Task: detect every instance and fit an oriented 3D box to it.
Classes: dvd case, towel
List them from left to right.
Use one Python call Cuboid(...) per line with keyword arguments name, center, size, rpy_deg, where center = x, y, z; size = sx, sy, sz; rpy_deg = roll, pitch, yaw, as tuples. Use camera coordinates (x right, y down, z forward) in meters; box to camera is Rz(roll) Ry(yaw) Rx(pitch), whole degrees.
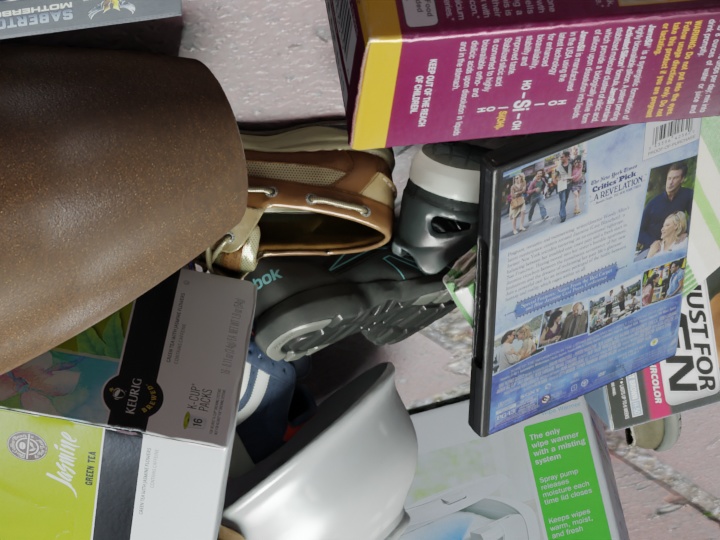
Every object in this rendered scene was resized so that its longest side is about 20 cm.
Cuboid(name="dvd case", center=(0.125, -0.006, 1.621), size=(0.142, 0.018, 0.201), rpy_deg=(-21, 135, -24))
Cuboid(name="towel", center=(0.149, -0.018, 1.663), size=(0.200, 0.023, 0.153), rpy_deg=(-41, 139, -5))

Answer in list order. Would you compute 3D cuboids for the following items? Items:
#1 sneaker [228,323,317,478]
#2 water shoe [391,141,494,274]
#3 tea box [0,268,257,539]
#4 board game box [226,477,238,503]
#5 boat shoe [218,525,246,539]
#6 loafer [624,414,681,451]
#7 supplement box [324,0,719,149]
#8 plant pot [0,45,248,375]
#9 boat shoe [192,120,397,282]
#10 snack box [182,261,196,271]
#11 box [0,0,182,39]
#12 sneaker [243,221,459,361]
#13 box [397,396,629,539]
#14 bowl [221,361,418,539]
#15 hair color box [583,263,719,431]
Cuboid(name="sneaker", center=(-0.080, 0.048, 1.796), size=(0.084, 0.075, 0.200), rpy_deg=(-30, 147, -4))
Cuboid(name="water shoe", center=(0.096, -0.022, 1.686), size=(0.199, 0.071, 0.079), rpy_deg=(14, 105, -39))
Cuboid(name="tea box", center=(-0.171, 0.101, 1.644), size=(0.195, 0.134, 0.201), rpy_deg=(10, 135, -2))
Cuboid(name="board game box", center=(-0.096, 0.272, 2.038), size=(0.199, 0.201, 0.199), rpy_deg=(-27, 147, 28))
Cuboid(name="boat shoe", center=(-0.169, 0.181, 1.758), size=(0.198, 0.071, 0.071), rpy_deg=(7, 141, 10))
Cuboid(name="loafer", center=(0.168, 0.052, 1.883), size=(0.069, 0.076, 0.201), rpy_deg=(-9, 142, 7))
Cuboid(name="supplement box", center=(0.085, -0.148, 1.432), size=(0.198, 0.132, 0.103), rpy_deg=(-5, 151, -8))
Cuboid(name="plant pot", center=(-0.167, -0.043, 1.511), size=(0.199, 0.188, 0.187), rpy_deg=(-17, 155, -22))
Cuboid(name="boat shoe", center=(-0.074, -0.035, 1.632), size=(0.198, 0.074, 0.076), rpy_deg=(-8, 151, -6))
Cuboid(name="snack box", center=(-0.192, 0.023, 1.690), size=(0.198, 0.024, 0.072), rpy_deg=(-3, 126, 7))
Cuboid(name="box", center=(-0.185, -0.171, 1.380), size=(0.198, 0.051, 0.158), rpy_deg=(-8, 151, -7))
Cuboid(name="sneaker", center=(0.000, 0.000, 1.731), size=(0.075, 0.080, 0.199), rpy_deg=(-37, 162, 31))
Cuboid(name="box", center=(0.082, 0.186, 1.971), size=(0.199, 0.178, 0.097), rpy_deg=(-15, 151, 8))
Cuboid(name="bowl", center=(-0.031, 0.155, 1.858), size=(0.201, 0.091, 0.201), rpy_deg=(-39, -177, 3))
Cuboid(name="hair color box", center=(0.231, 0.019, 1.771), size=(0.199, 0.061, 0.100), rpy_deg=(-15, 111, -10))
